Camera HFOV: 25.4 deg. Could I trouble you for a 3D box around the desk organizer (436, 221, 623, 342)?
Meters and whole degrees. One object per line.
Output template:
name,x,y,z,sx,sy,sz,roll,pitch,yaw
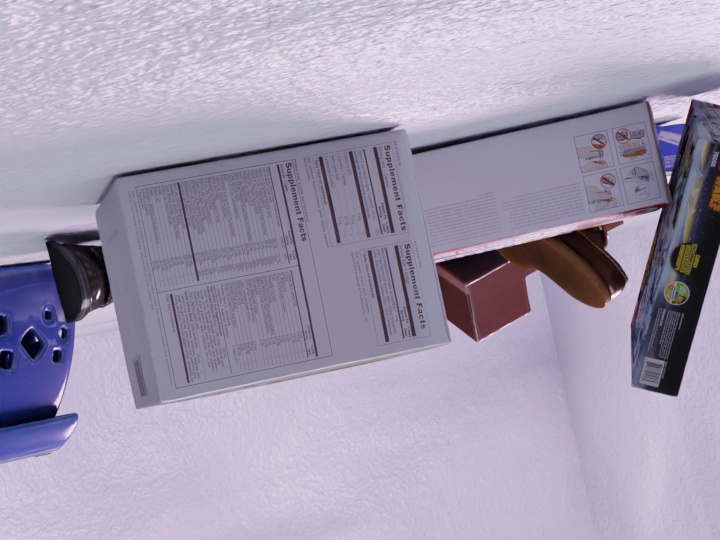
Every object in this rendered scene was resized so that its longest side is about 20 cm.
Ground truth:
desk organizer,0.171,-0.015,1.610,0.200,0.077,0.072,-28,-143,-20

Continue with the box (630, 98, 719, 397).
box,0.250,-0.020,1.234,0.040,0.200,0.137,13,-160,4

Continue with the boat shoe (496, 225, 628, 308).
boat shoe,0.178,-0.028,1.394,0.070,0.070,0.200,-35,-151,-9

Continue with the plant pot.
plant pot,-0.392,0.103,1.513,0.200,0.180,0.200,-13,176,39

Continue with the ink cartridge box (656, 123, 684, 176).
ink cartridge box,0.214,-0.093,1.490,0.094,0.044,0.200,-9,177,-22

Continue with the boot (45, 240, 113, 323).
boot,-0.176,-0.012,1.372,0.174,0.069,0.200,-14,-175,-10

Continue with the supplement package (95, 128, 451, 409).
supplement package,-0.066,0.003,1.110,0.200,0.151,0.152,-11,177,-15

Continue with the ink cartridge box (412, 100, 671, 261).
ink cartridge box,0.138,-0.066,1.294,0.200,0.084,0.176,-13,178,5
